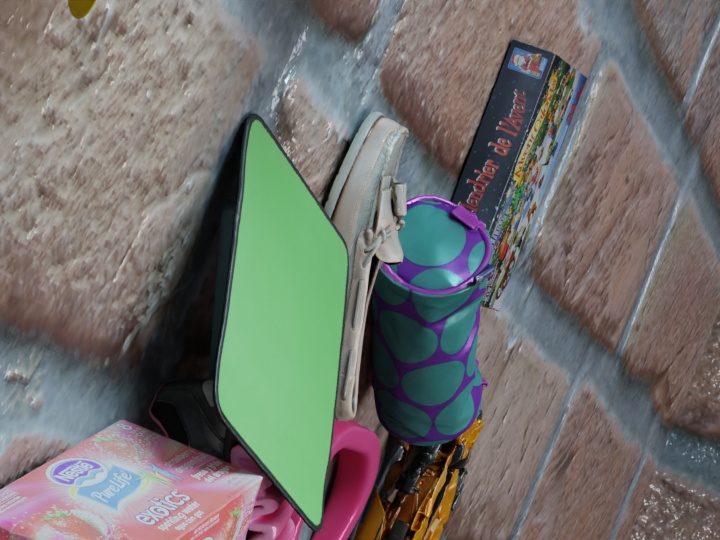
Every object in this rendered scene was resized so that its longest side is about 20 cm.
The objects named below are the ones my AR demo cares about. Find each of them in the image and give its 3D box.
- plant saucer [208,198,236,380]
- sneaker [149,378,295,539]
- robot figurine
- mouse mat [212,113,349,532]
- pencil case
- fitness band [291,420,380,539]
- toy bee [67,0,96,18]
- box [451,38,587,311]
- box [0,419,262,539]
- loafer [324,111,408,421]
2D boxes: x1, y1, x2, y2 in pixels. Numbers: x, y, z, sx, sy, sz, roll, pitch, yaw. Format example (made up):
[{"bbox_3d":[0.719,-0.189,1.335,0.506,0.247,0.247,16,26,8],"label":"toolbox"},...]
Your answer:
[{"bbox_3d":[-0.071,0.045,1.682,0.070,0.019,0.201,-40,138,-62],"label":"plant saucer"},{"bbox_3d":[-0.088,0.150,1.655,0.079,0.095,0.201,-52,146,-68],"label":"sneaker"},{"bbox_3d":[0.039,0.182,2.235,0.201,0.058,0.145,-67,166,-4],"label":"robot figurine"},{"bbox_3d":[-0.043,0.031,1.622,0.161,0.007,0.201,55,34,-51],"label":"mouse mat"},{"bbox_3d":[0.052,0.038,2.032,0.092,0.085,0.201,-30,149,-22],"label":"pencil case"},{"bbox_3d":[-0.032,0.175,2.015,0.200,0.037,0.144,30,81,-76],"label":"fitness band"},{"bbox_3d":[-0.095,-0.168,1.241,0.131,0.108,0.200,-58,139,-7],"label":"toy bee"},{"bbox_3d":[0.113,-0.071,2.191,0.137,0.038,0.201,13,97,-75],"label":"box"},{"bbox_3d":[-0.139,0.161,1.499,0.200,0.094,0.103,-31,140,-67],"label":"box"},{"bbox_3d":[0.000,0.000,1.836,0.072,0.063,0.201,7,104,-75],"label":"loafer"}]
